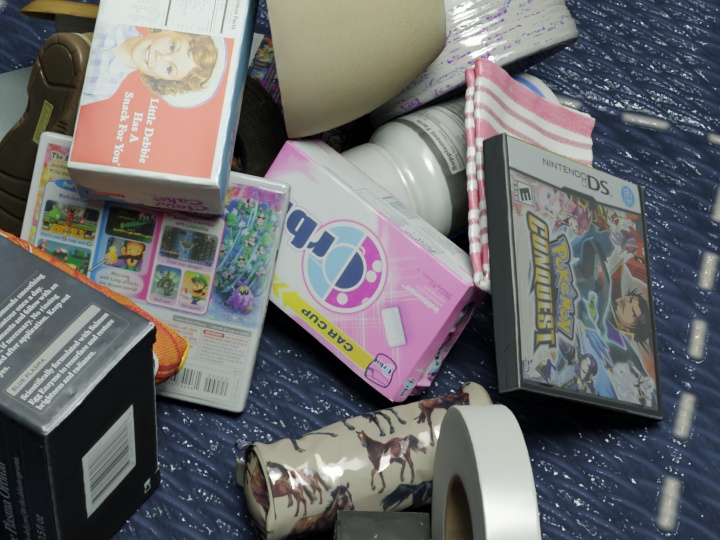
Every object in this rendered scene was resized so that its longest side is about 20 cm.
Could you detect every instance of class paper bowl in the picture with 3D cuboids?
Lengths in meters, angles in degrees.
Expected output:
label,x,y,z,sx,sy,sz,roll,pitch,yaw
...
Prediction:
label,x,y,z,sx,sy,sz,roll,pitch,yaw
paper bowl,0.082,-0.208,1.394,0.201,0.201,0.104,-25,92,-26

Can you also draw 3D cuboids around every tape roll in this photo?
label,x,y,z,sx,sy,sz,roll,pitch,yaw
tape roll,0.081,0.190,1.050,0.037,0.203,0.203,-2,49,-7

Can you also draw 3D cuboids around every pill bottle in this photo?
label,x,y,z,sx,sy,sz,roll,pitch,yaw
pill bottle,0.075,-0.087,1.354,0.200,0.114,0.114,-25,55,-25

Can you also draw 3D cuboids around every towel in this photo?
label,x,y,z,sx,sy,sz,roll,pitch,yaw
towel,0.140,-0.057,1.255,0.146,0.030,0.200,21,59,-41

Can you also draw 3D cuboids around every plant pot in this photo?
label,x,y,z,sx,sy,sz,roll,pitch,yaw
plant pot,-0.005,-0.211,1.240,0.134,0.200,0.200,-8,49,0

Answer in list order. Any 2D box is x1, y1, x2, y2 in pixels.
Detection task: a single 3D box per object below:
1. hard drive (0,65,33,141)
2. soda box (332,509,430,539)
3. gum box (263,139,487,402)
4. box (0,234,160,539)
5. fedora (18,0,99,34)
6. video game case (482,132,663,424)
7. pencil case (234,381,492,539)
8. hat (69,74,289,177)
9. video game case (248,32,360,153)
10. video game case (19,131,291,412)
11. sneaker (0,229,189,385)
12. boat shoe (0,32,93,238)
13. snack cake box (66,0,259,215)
label,x,y,z,sx,sy,sz,roll,pitch,yaw
hard drive,-0.341,-0.119,1.365,0.200,0.033,0.140,-18,36,-22
soda box,0.015,0.262,1.069,0.071,0.063,0.200,3,49,-4
gum box,0.000,0.000,1.244,0.200,0.114,0.066,39,19,16
box,-0.253,0.087,1.105,0.200,0.197,0.117,28,52,18
fedora,-0.196,-0.183,1.362,0.200,0.082,0.201,8,6,-1
video game case,0.166,0.009,1.223,0.181,0.025,0.200,15,65,-43
pencil case,0.009,0.140,1.167,0.200,0.078,0.089,-13,35,-18
hat,-0.158,-0.089,1.306,0.200,0.201,0.081,-9,25,-15
video game case,-0.097,-0.136,1.429,0.181,0.036,0.200,13,49,7
video game case,-0.168,0.001,1.229,0.200,0.024,0.182,12,93,5
sneaker,-0.220,0.033,1.193,0.200,0.073,0.077,33,14,19
boat shoe,-0.244,-0.104,1.297,0.072,0.200,0.076,44,30,20
snack cake box,-0.145,-0.151,1.199,0.115,0.067,0.200,8,72,1
